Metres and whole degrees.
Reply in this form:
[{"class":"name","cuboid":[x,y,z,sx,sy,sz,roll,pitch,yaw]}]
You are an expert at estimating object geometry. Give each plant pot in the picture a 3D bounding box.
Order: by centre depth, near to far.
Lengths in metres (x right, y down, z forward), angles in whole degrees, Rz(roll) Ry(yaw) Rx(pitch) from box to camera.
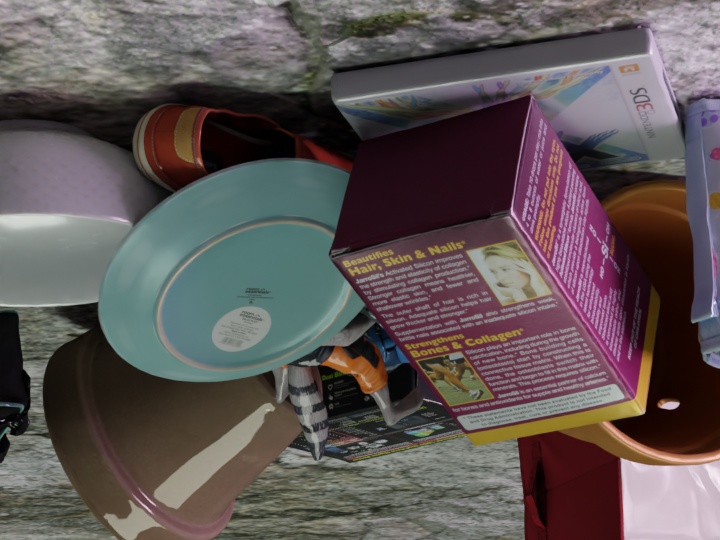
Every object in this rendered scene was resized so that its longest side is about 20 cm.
[{"class":"plant pot","cuboid":[0.194,0.046,1.583,0.198,0.202,0.140,6,168,-24]},{"class":"plant pot","cuboid":[-0.130,0.106,1.776,0.174,0.201,0.200,-33,151,22]}]

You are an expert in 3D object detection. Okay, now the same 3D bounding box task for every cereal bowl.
[{"class":"cereal bowl","cuboid":[-0.214,-0.042,1.420,0.198,0.084,0.200,-2,162,-1]}]

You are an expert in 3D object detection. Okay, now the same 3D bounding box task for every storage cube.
[{"class":"storage cube","cuboid":[0.274,0.207,2.118,0.198,0.172,0.180,6,159,-24]}]

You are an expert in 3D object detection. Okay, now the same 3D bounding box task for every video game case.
[{"class":"video game case","cuboid":[0.100,-0.097,1.393,0.198,0.022,0.182,-7,161,14]}]

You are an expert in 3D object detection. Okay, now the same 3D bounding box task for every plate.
[{"class":"plate","cuboid":[-0.070,0.010,1.407,0.199,0.026,0.201,-15,139,-14]}]

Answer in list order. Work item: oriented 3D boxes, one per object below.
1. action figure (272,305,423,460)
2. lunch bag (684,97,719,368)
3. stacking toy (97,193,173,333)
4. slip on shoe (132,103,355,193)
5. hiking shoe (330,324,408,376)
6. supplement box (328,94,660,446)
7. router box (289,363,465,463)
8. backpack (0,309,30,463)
[{"class":"action figure","cuboid":[-0.021,0.050,1.548,0.199,0.105,0.194,22,154,35]},{"class":"lunch bag","cuboid":[0.297,-0.017,1.424,0.199,0.171,0.127,10,160,-32]},{"class":"stacking toy","cuboid":[-0.132,-0.007,1.569,0.085,0.086,0.200,3,154,-16]},{"class":"slip on shoe","cuboid":[-0.052,-0.060,1.404,0.199,0.075,0.061,20,164,-39]},{"class":"hiking shoe","cuboid":[0.051,0.038,1.747,0.199,0.075,0.087,0,157,-40]},{"class":"supplement box","cuboid":[0.089,0.005,1.385,0.130,0.104,0.200,-12,134,29]},{"class":"router box","cuboid":[0.018,0.117,1.978,0.199,0.063,0.149,-16,157,36]},{"class":"backpack","cuboid":[-0.365,0.076,1.651,0.198,0.155,0.176,-5,163,-24]}]
